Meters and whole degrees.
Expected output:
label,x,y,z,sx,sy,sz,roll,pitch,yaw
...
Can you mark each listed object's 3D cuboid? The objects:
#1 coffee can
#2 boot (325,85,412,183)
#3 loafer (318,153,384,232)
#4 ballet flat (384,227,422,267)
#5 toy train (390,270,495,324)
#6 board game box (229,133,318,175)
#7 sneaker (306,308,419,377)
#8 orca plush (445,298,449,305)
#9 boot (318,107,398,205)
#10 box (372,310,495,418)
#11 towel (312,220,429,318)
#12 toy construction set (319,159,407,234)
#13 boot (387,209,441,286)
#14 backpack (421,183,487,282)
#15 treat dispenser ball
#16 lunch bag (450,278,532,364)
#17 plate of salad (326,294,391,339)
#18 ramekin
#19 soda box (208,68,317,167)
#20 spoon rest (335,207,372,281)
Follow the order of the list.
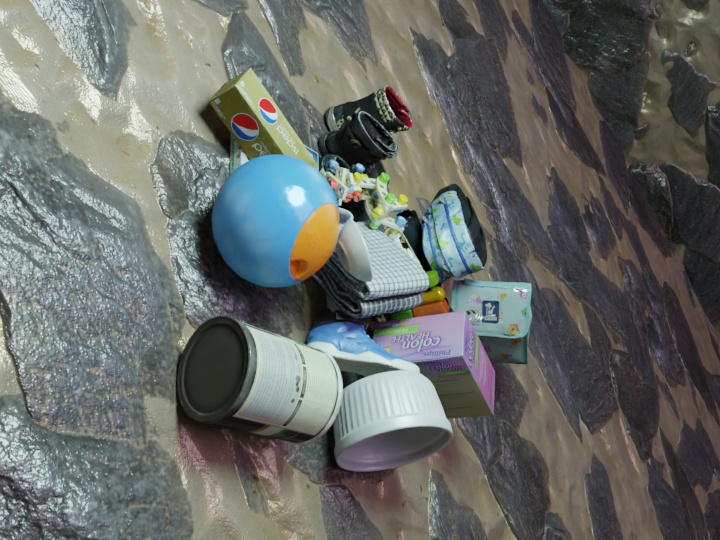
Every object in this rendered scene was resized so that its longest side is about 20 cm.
label,x,y,z,sx,sy,sz,roll,pitch,yaw
coffee can,-0.141,0.161,1.254,0.199,0.145,0.149,25,53,-47
boot,0.037,-0.263,1.742,0.201,0.149,0.073,57,35,-18
loafer,-0.013,-0.136,1.663,0.201,0.070,0.068,52,56,-24
ballet flat,0.073,-0.023,1.636,0.200,0.066,0.063,-116,-170,-63
toy train,0.145,0.052,1.648,0.085,0.197,0.117,-65,140,-68
board game box,-0.147,-0.185,1.534,0.199,0.034,0.128,27,53,-46
sneaker,0.009,0.122,1.484,0.077,0.197,0.112,100,1,-55
orca plush,0.131,0.104,1.759,0.071,0.106,0.200,35,39,5
boot,0.017,-0.208,1.651,0.200,0.173,0.070,45,64,-21
box,0.134,0.179,1.584,0.201,0.173,0.098,58,32,-44
towel,0.000,0.000,1.526,0.164,0.087,0.200,-8,39,-43
toy construction set,-0.007,-0.136,1.551,0.199,0.092,0.132,17,37,-50
boot,0.105,-0.017,1.773,0.169,0.076,0.201,60,27,-22
backpack,0.188,-0.061,1.744,0.200,0.152,0.165,-121,-172,-66
treat dispenser ball,-0.130,-0.076,1.348,0.200,0.199,0.204,31,48,-43
lunch bag,0.270,0.097,1.811,0.202,0.167,0.123,82,16,-48
plate of salad,0.008,0.080,1.609,0.199,0.048,0.203,33,48,-44
ramekin,0.046,0.247,1.446,0.199,0.199,0.106,24,44,-47
soda box,-0.158,-0.225,1.445,0.201,0.067,0.064,54,37,-23
spoon rest,-0.022,-0.055,1.429,0.200,0.060,0.100,48,-25,50
